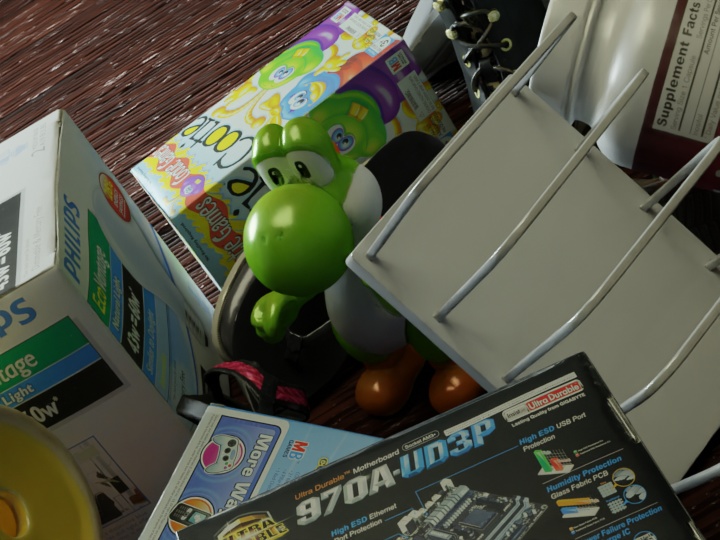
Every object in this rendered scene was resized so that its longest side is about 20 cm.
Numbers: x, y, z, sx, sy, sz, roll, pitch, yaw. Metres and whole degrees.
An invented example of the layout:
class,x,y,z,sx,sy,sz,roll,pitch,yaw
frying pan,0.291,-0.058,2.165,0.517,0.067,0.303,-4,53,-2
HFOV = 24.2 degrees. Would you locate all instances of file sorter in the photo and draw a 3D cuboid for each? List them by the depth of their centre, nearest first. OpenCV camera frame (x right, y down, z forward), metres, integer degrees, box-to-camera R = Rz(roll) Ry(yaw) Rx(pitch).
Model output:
class,x,y,z,sx,sy,sz,roll,pitch,yaw
file sorter,0.120,-0.004,0.812,0.139,0.200,0.125,-48,-3,-22

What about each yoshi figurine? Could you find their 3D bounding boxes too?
class,x,y,z,sx,sy,sz,roll,pitch,yaw
yoshi figurine,-0.009,0.011,0.943,0.112,0.201,0.112,-34,32,-2

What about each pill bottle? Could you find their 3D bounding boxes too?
class,x,y,z,sx,sy,sz,roll,pitch,yaw
pill bottle,0.196,-0.100,0.903,0.198,0.114,0.114,16,49,10

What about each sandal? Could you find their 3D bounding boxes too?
class,x,y,z,sx,sy,sz,roll,pitch,yaw
sandal,-0.061,0.075,0.958,0.045,0.075,0.200,-63,3,-2
sandal,-0.015,-0.004,1.046,0.201,0.076,0.043,-55,-1,-1

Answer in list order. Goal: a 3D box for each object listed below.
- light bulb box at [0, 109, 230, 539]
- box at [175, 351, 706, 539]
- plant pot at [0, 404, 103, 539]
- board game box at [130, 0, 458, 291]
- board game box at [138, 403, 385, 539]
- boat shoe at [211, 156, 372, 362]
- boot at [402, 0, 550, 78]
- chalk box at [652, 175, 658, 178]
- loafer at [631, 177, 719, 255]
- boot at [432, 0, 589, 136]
class,x,y,z,sx,sy,sz,roll,pitch,yaw
light bulb box,-0.184,0.043,1.063,0.124,0.201,0.199,-28,33,9
box,0.040,0.136,0.680,0.198,0.046,0.160,-23,46,-6
plant pot,-0.248,0.169,0.925,0.188,0.201,0.202,-31,30,28
board game box,-0.044,-0.078,1.184,0.199,0.105,0.103,-38,32,-4
board game box,-0.016,0.168,0.739,0.194,0.056,0.201,9,51,23
boat shoe,-0.014,-0.009,1.098,0.200,0.073,0.062,-43,29,-21
boot,0.092,-0.172,1.216,0.200,0.095,0.074,140,150,-68
chalk box,0.193,-0.177,1.003,0.124,0.201,0.125,-20,34,21
loafer,0.117,-0.013,0.936,0.198,0.076,0.069,-6,4,-27
boot,0.085,-0.114,1.064,0.073,0.154,0.205,-13,38,30
